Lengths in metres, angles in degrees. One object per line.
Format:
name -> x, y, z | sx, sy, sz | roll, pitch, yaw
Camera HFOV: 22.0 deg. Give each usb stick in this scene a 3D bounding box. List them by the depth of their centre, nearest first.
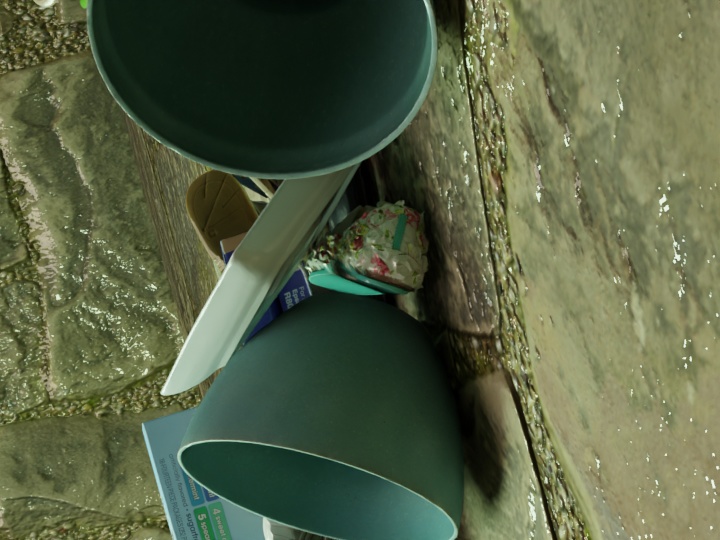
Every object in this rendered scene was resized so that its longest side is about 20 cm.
usb stick -> 0.000, 0.000, 1.425 | 0.055, 0.032, 0.202 | -126, 23, -65

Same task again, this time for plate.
plate -> -0.056, -0.018, 1.294 | 0.032, 0.200, 0.200 | 33, 143, 1

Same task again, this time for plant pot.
plant pot -> -0.049, -0.174, 1.087 | 0.135, 0.198, 0.201 | -82, -10, -47
plant pot -> -0.013, 0.096, 1.290 | 0.200, 0.198, 0.136 | 102, -176, -67

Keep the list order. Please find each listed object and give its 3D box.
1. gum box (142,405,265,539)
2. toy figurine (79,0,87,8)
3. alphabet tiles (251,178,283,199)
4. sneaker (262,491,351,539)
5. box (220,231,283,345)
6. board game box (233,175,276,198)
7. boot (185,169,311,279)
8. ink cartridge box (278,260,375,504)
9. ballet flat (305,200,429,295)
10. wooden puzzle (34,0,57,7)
gum box -> -0.069, 0.186, 1.586 | 0.045, 0.198, 0.171 | 103, 151, -69
toy figurine -> -0.091, -0.173, 1.347 | 0.184, 0.150, 0.200 | 48, -174, -10
alphabet tiles -> -0.111, -0.134, 1.637 | 0.167, 0.008, 0.201 | 44, -165, -36
sneaker -> -0.006, 0.239, 1.420 | 0.200, 0.078, 0.099 | 44, 166, -17
box -> -0.063, 0.083, 1.463 | 0.121, 0.032, 0.202 | 58, -162, -66
board game box -> -0.151, -0.169, 1.684 | 0.201, 0.037, 0.151 | 58, -167, 23
boot -> -0.077, 0.014, 1.654 | 0.201, 0.072, 0.155 | 65, -170, 15
ink cartridge box -> -0.018, 0.099, 1.478 | 0.200, 0.040, 0.201 | 39, -146, -77
ballet flat -> 0.011, -0.015, 1.306 | 0.200, 0.075, 0.064 | 178, 108, -75
wooden puzzle -> -0.156, -0.296, 1.284 | 0.200, 0.046, 0.186 | -55, 12, 51
